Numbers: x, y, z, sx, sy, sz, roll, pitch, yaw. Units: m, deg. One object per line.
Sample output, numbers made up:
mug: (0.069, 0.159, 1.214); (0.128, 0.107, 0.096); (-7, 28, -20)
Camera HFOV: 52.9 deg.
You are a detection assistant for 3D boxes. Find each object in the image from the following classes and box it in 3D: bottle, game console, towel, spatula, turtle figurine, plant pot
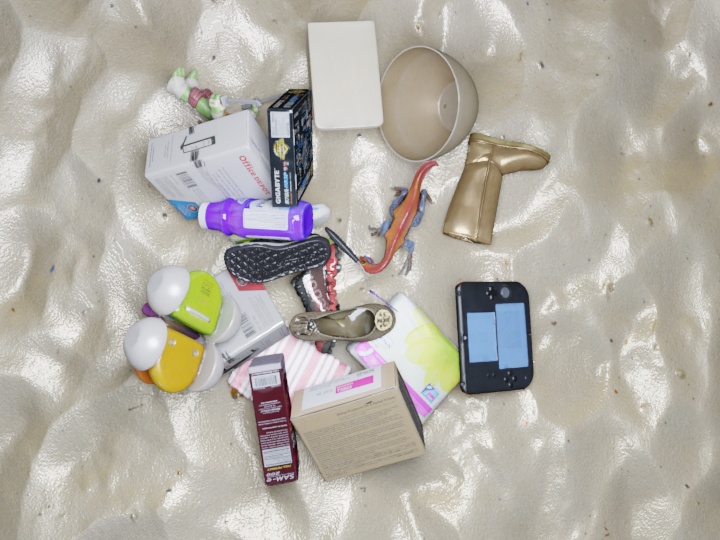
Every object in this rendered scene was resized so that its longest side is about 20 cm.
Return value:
bottle: (-0.182, -0.091, 1.253); (0.195, 0.084, 0.067); (4, 106, 13)
game console: (0.252, 0.123, 1.351); (0.173, 0.031, 0.206); (1, 83, -35)
towel: (-0.130, 0.196, 1.343); (0.197, 0.030, 0.148); (31, 80, -3)
spatula: (0.000, 0.000, 1.297); (0.020, 0.057, 0.201); (-37, 87, -1)
turtle figurine: (-0.241, -0.313, 1.320); (0.192, 0.201, 0.144); (37, 48, 3)
plant pot: (0.145, -0.307, 1.350); (0.133, 0.198, 0.205); (-9, 85, -44)

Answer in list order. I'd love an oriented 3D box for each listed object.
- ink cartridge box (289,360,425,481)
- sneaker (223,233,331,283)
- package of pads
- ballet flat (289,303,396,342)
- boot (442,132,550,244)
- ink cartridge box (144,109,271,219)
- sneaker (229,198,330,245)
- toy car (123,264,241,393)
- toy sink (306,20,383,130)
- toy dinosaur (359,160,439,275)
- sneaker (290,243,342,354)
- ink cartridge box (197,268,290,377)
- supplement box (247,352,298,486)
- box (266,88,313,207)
ink cartridge box: (-0.002, 0.266, 1.264); (0.196, 0.076, 0.167); (-17, 119, 11)
sneaker: (-0.145, -0.029, 1.287); (0.195, 0.083, 0.074); (-5, 112, -12)
package of pads: (0.092, 0.160, 1.348); (0.200, 0.068, 0.155); (44, 83, -1)
ballet flat: (-0.029, 0.094, 1.280); (0.195, 0.046, 0.069); (-1, 85, -12)
boot: (0.263, -0.147, 1.398); (0.171, 0.066, 0.205); (13, 83, 8)
ink cartridge box: (-0.252, -0.180, 1.265); (0.195, 0.147, 0.086); (-13, 58, 14)
sneaker: (-0.156, -0.117, 1.331); (0.195, 0.076, 0.108); (-14, 79, 5)
toy car: (-0.305, 0.095, 1.187); (0.174, 0.148, 0.204); (35, 67, -42)
toy sink: (-0.033, -0.346, 1.357); (0.127, 0.112, 0.206); (-5, 81, -7)
toy dinosaur: (0.059, -0.084, 1.331); (0.103, 0.202, 0.183); (20, 51, 11)
sneaker: (-0.083, 0.052, 1.338); (0.095, 0.071, 0.206); (1, 83, -6)
ink cartridge box: (-0.247, 0.097, 1.294); (0.197, 0.083, 0.148); (-31, 72, -7)
supplement box: (-0.149, 0.256, 1.263); (0.059, 0.109, 0.206); (-8, 93, -3)
box: (-0.117, -0.217, 1.249); (0.045, 0.201, 0.163); (2, 113, 5)
